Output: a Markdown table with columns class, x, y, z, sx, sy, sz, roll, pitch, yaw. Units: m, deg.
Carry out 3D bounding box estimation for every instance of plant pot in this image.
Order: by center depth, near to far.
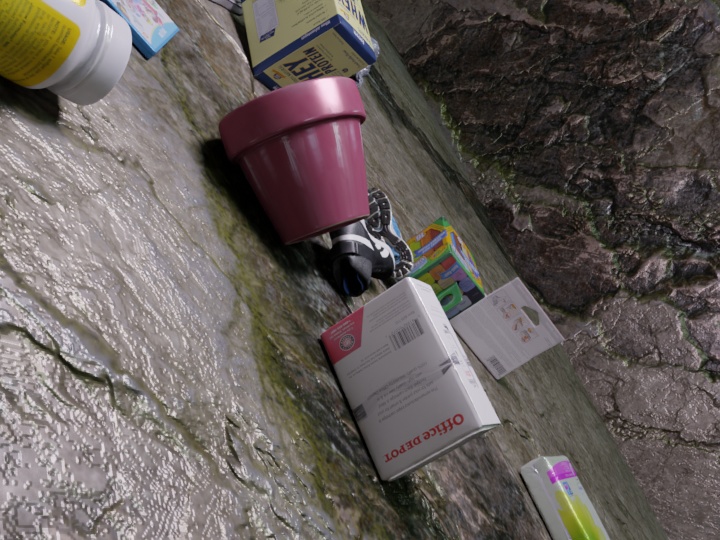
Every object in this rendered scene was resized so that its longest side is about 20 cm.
| class | x | y | z | sx | sy | sz | roll | pitch | yaw |
| --- | --- | --- | --- | --- | --- | --- | --- | --- | --- |
| plant pot | -0.073 | -0.140 | 0.943 | 0.200 | 0.198 | 0.181 | -19 | 92 | -71 |

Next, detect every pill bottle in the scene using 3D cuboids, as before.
| class | x | y | z | sx | sy | sz | roll | pitch | yaw |
| --- | --- | --- | --- | --- | --- | --- | --- | --- | --- |
| pill bottle | -0.303 | -0.228 | 0.591 | 0.199 | 0.114 | 0.115 | 28 | 33 | -56 |

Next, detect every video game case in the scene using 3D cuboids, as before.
| class | x | y | z | sx | sy | sz | roll | pitch | yaw |
| --- | --- | --- | --- | --- | --- | --- | --- | --- | --- |
| video game case | -0.333 | -0.386 | 0.929 | 0.200 | 0.018 | 0.144 | 49 | 19 | -24 |

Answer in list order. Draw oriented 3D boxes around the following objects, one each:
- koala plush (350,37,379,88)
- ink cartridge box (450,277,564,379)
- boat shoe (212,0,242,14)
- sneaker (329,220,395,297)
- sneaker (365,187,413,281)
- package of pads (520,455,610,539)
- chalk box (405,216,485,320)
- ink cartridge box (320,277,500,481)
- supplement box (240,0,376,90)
| class | x | y | z | sx | sy | sz | roll | pitch | yaw |
| --- | --- | --- | --- | --- | --- | --- | --- | --- | --- |
| koala plush | -0.079 | -0.492 | 1.554 | 0.199 | 0.184 | 0.178 | 35 | 24 | -20 |
| ink cartridge box | 0.308 | 0.117 | 1.480 | 0.200 | 0.175 | 0.045 | 48 | 19 | -23 |
| boat shoe | -0.252 | -0.557 | 1.349 | 0.072 | 0.065 | 0.200 | 57 | 18 | 3 |
| sneaker | 0.000 | 0.000 | 1.082 | 0.200 | 0.072 | 0.113 | 46 | 37 | -55 |
| sneaker | 0.040 | -0.061 | 1.294 | 0.090 | 0.078 | 0.202 | 62 | 6 | -67 |
| package of pads | 0.389 | 0.451 | 1.302 | 0.154 | 0.068 | 0.202 | 23 | 38 | -57 |
| chalk box | 0.154 | 0.013 | 1.343 | 0.124 | 0.124 | 0.201 | 49 | 18 | -22 |
| ink cartridge box | 0.058 | 0.134 | 0.856 | 0.083 | 0.146 | 0.202 | 19 | 42 | -61 |
| supplement box | -0.102 | -0.460 | 1.317 | 0.134 | 0.198 | 0.202 | 26 | 45 | -55 |
